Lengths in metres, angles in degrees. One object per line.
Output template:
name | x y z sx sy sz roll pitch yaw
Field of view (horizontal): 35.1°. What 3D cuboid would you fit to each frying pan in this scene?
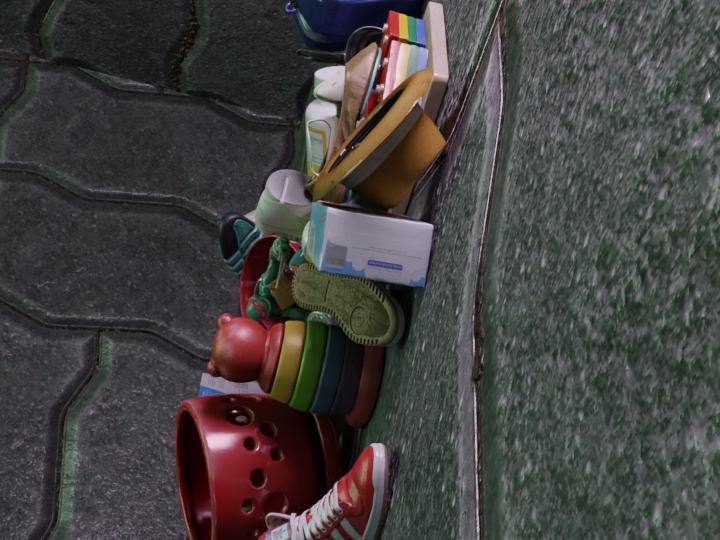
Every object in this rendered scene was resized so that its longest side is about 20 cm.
frying pan | 0.003 -0.276 1.569 0.188 0.116 0.031 -5 28 45

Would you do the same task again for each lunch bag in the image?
lunch bag | -0.012 -0.389 1.617 0.133 0.196 0.138 110 147 -57

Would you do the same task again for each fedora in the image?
fedora | 0.032 -0.124 1.213 0.201 0.082 0.201 -46 10 10

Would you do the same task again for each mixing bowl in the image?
mixing bowl | -0.082 0.044 1.682 0.199 0.107 0.204 14 108 51

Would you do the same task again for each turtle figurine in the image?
turtle figurine | -0.088 0.018 1.513 0.200 0.100 0.152 -42 -60 -36

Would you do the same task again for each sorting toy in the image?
sorting toy | 0.045 -0.204 1.404 0.200 0.068 0.202 -88 13 -53

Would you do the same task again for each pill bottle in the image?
pill bottle | -0.024 -0.173 1.569 0.105 0.102 0.204 -94 3 -66

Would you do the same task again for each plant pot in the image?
plant pot | -0.125 0.252 1.417 0.200 0.179 0.205 176 90 -70

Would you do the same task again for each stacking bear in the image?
stacking bear | -0.079 0.108 1.342 0.114 0.196 0.124 171 111 -82

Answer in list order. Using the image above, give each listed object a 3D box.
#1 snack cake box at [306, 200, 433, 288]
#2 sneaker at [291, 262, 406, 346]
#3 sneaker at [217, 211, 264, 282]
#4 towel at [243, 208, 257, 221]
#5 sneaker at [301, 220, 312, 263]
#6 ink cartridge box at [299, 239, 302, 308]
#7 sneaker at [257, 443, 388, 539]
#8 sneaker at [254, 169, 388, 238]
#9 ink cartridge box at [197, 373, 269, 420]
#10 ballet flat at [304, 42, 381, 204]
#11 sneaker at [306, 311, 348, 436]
snack cake box | 0.005 -0.032 1.246 0.200 0.113 0.069 -136 55 -81
sneaker | 0.015 0.040 1.302 0.199 0.107 0.071 24 100 52
sneaker | -0.180 -0.027 1.763 0.087 0.074 0.201 38 165 43
towel | -0.099 -0.108 1.800 0.199 0.190 0.033 -16 102 52
sneaker | 0.000 0.000 1.441 0.200 0.103 0.077 47 -125 -62
ink cartridge box | -0.063 0.006 1.833 0.146 0.081 0.204 -132 55 -81
sneaker | -0.041 0.253 1.156 0.072 0.110 0.203 -91 15 -59
sneaker | -0.049 -0.082 1.454 0.081 0.197 0.071 -53 49 40
ink cartridge box | -0.145 0.224 1.673 0.145 0.196 0.086 -113 32 -78
ballet flat | -0.029 -0.182 1.384 0.068 0.071 0.204 -131 53 -80
sneaker | -0.023 0.128 1.476 0.081 0.073 0.203 -28 -46 -40
